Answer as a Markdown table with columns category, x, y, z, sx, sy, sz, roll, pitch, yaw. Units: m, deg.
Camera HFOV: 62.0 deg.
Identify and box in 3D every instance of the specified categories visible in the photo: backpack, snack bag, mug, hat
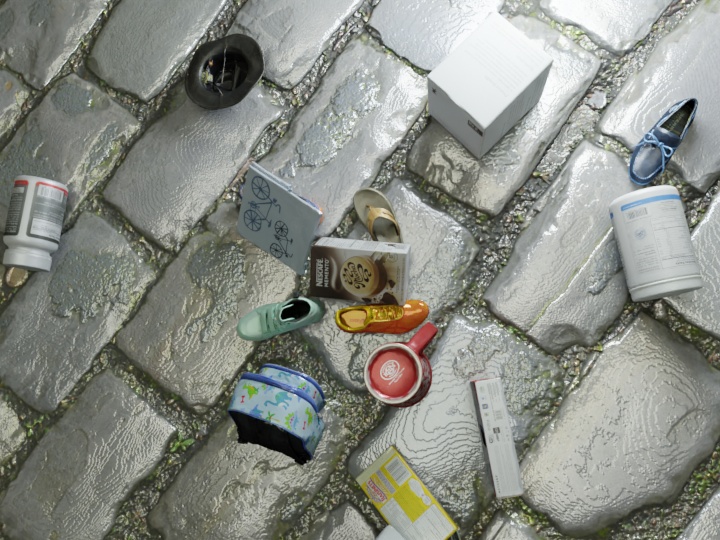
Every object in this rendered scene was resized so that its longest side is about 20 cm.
| category | x | y | z | sx | sy | sz | roll | pitch | yaw |
| --- | --- | --- | --- | --- | --- | --- | --- | --- | --- |
| backpack | -0.162 | 0.271 | 1.176 | 0.181 | 0.201 | 0.148 | 15 | 62 | 12 |
| snack bag | -0.174 | -0.107 | 1.278 | 0.199 | 0.021 | 0.190 | 33 | 131 | 13 |
| mug | 0.073 | 0.178 | 1.158 | 0.132 | 0.200 | 0.179 | 8 | 81 | 10 |
| hat | -0.301 | -0.443 | 1.387 | 0.198 | 0.081 | 0.203 | -4 | 75 | 15 |

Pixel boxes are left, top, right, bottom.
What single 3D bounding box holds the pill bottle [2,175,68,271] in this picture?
| category | x | y | z | sx | sy | sz | roll | pitch | yaw |
| --- | --- | --- | --- | --- | --- | --- | --- | --- | --- |
| pill bottle | -0.746 | -0.104 | 1.371 | 0.113 | 0.114 | 0.202 | 5 | 81 | 9 |

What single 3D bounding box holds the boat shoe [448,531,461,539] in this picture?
| category | x | y | z | sx | sy | sz | roll | pitch | yaw |
| --- | --- | --- | --- | --- | --- | --- | --- | --- | --- |
| boat shoe | 0.159 | 0.581 | 1.142 | 0.074 | 0.066 | 0.202 | 3 | 80 | 10 |

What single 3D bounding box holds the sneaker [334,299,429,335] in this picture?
| category | x | y | z | sx | sy | sz | roll | pitch | yaw |
| --- | --- | --- | --- | --- | --- | --- | --- | --- | --- |
| sneaker | 0.044 | 0.099 | 1.241 | 0.198 | 0.077 | 0.074 | -10 | 77 | 5 |

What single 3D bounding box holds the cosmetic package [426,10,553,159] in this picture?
| category | x | y | z | sx | sy | sz | roll | pitch | yaw |
| --- | --- | --- | --- | --- | --- | --- | --- | --- | --- |
| cosmetic package | 0.263 | -0.380 | 1.249 | 0.200 | 0.165 | 0.165 | -43 | 77 | -2 |

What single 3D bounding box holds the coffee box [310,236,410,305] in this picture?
| category | x | y | z | sx | sy | sz | roll | pitch | yaw |
| --- | --- | --- | --- | --- | --- | --- | --- | --- | --- |
| coffee box | 0.000 | 0.000 | 1.242 | 0.198 | 0.080 | 0.114 | 5 | 107 | 10 |

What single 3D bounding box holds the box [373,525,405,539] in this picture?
| category | x | y | z | sx | sy | sz | roll | pitch | yaw |
| --- | --- | --- | --- | --- | --- | --- | --- | --- | --- |
| box | 0.024 | 0.615 | 1.059 | 0.171 | 0.199 | 0.201 | 42 | 113 | 13 |

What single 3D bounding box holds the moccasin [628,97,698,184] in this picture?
| category | x | y | z | sx | sy | sz | roll | pitch | yaw |
| --- | --- | --- | --- | --- | --- | --- | --- | --- | --- |
| moccasin | 0.617 | -0.273 | 1.228 | 0.080 | 0.068 | 0.201 | 30 | 85 | 12 |

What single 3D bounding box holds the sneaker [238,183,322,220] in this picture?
| category | x | y | z | sx | sy | sz | roll | pitch | yaw |
| --- | --- | --- | --- | --- | --- | --- | --- | --- | --- |
| sneaker | -0.178 | -0.155 | 1.316 | 0.198 | 0.078 | 0.076 | 16 | 82 | 10 |

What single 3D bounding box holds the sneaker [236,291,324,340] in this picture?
| category | x | y | z | sx | sy | sz | roll | pitch | yaw |
| --- | --- | --- | --- | --- | --- | --- | --- | --- | --- |
| sneaker | -0.181 | 0.095 | 1.252 | 0.198 | 0.118 | 0.074 | -17 | 79 | 6 |

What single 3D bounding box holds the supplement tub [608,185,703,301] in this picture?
| category | x | y | z | sx | sy | sz | roll | pitch | yaw |
| --- | --- | --- | --- | --- | --- | --- | --- | --- | --- |
| supplement tub | 0.570 | -0.051 | 1.164 | 0.131 | 0.132 | 0.202 | -11 | 80 | 6 |

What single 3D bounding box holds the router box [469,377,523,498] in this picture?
| category | x | y | z | sx | sy | sz | roll | pitch | yaw |
| --- | --- | --- | --- | --- | --- | --- | --- | --- | --- |
| router box | 0.251 | 0.304 | 1.121 | 0.048 | 0.180 | 0.202 | -10 | 78 | 6 |

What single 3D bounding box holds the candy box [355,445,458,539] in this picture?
| category | x | y | z | sx | sy | sz | roll | pitch | yaw |
| --- | --- | --- | --- | --- | --- | --- | --- | --- | --- |
| candy box | 0.089 | 0.456 | 1.174 | 0.102 | 0.026 | 0.200 | -43 | 63 | 1 |

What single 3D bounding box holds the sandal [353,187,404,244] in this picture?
| category | x | y | z | sx | sy | sz | roll | pitch | yaw |
| --- | --- | --- | --- | --- | --- | --- | --- | --- | --- |
| sandal | 0.045 | -0.092 | 1.285 | 0.080 | 0.054 | 0.202 | -23 | 78 | 5 |
